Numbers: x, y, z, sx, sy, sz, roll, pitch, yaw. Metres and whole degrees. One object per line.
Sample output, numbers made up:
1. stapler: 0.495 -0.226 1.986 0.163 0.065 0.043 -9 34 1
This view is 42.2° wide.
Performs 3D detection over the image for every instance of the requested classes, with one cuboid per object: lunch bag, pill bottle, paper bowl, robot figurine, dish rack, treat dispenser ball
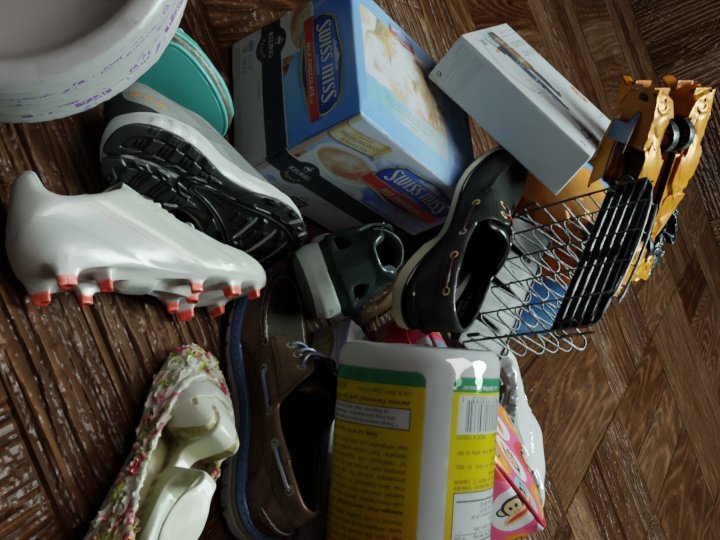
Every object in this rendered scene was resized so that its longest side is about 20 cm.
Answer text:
1. lunch bag: 0.071 0.122 0.784 0.177 0.081 0.201 54 10 -30
2. pill bottle: 0.034 0.153 0.627 0.112 0.111 0.204 9 84 -57
3. paper bowl: -0.187 -0.181 0.500 0.104 0.197 0.204 145 -72 -79
4. robot figurine: 0.250 -0.072 0.847 0.143 0.058 0.203 -9 122 -41
5. dish rack: 0.159 0.005 0.752 0.054 0.199 0.155 35 67 -20
6. treat dispenser ball: 0.176 -0.033 0.986 0.200 0.198 0.204 36 44 -45

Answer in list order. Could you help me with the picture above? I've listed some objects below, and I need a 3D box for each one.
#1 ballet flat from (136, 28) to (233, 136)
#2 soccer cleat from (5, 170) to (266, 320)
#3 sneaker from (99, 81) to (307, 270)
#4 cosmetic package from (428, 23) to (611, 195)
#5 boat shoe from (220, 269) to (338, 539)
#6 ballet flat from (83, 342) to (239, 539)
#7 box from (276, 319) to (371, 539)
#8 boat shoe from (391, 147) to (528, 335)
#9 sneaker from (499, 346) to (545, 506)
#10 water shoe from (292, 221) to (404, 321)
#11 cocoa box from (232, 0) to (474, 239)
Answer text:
1. ballet flat: -0.158 -0.165 0.641 0.199 0.067 0.071 36 32 -48
2. soccer cleat: -0.133 -0.016 0.596 0.199 0.069 0.079 10 62 -54
3. sneaker: -0.105 -0.065 0.665 0.200 0.073 0.080 42 20 -48
4. cosmetic package: 0.156 -0.157 0.867 0.151 0.052 0.200 45 26 2
5. boat shoe: -0.050 0.088 0.665 0.072 0.071 0.204 32 48 -50
6. ballet flat: -0.107 0.122 0.561 0.076 0.063 0.202 50 35 -31
7. box: -0.026 0.129 0.715 0.039 0.041 0.202 47 38 -36
8. boat shoe: 0.098 -0.026 0.773 0.202 0.062 0.074 -55 136 -34
9. sneaker: 0.146 0.151 0.973 0.099 0.077 0.204 -29 107 -67
10. water shoe: 0.000 0.000 0.742 0.200 0.078 0.073 -57 129 -83
11. cocoa box: 0.000 -0.124 0.813 0.199 0.130 0.136 29 49 -50
